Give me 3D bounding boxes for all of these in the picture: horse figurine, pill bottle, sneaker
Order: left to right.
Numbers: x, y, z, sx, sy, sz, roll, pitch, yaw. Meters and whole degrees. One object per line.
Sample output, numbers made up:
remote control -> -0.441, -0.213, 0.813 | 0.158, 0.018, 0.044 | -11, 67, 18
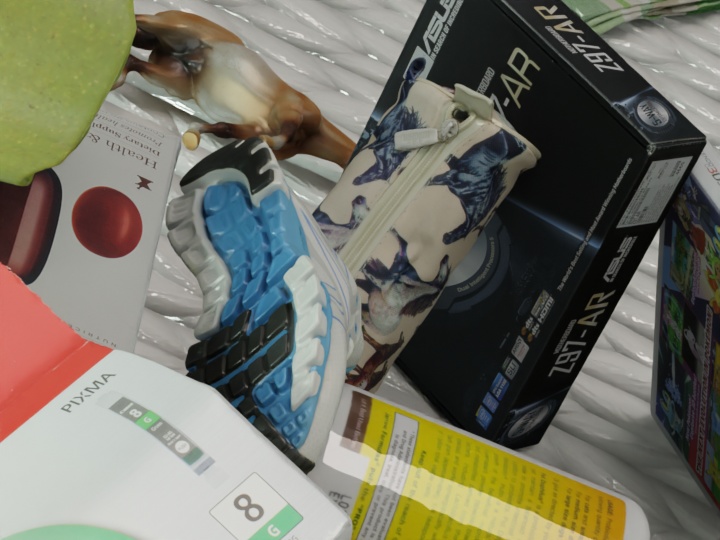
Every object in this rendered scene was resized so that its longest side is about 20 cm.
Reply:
horse figurine -> -0.081, -0.098, 1.555 | 0.200, 0.050, 0.132 | 33, 19, 22
sneaker -> -0.026, 0.027, 1.211 | 0.087, 0.075, 0.200 | 45, 22, -32
pill bottle -> 0.053, 0.132, 1.265 | 0.200, 0.109, 0.109 | 22, 32, -6

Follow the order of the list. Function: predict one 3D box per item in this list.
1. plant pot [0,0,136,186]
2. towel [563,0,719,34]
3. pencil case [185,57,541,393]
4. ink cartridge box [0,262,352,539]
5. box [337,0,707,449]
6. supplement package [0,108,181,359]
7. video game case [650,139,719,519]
plant pot -> -0.188, -0.125, 1.136 | 0.184, 0.200, 0.201 | 24, 30, -23
towel -> 0.159, -0.214, 1.935 | 0.200, 0.023, 0.153 | -16, 51, -46
pencil case -> 0.000, 0.000, 1.345 | 0.078, 0.200, 0.089 | 33, -7, 23
ink cartridge box -> -0.127, 0.081, 1.044 | 0.200, 0.050, 0.161 | 43, 57, 10
box -> 0.068, -0.034, 1.432 | 0.043, 0.200, 0.160 | -9, 46, -44
supplement package -> -0.197, 0.014, 1.222 | 0.191, 0.147, 0.200 | 20, 31, -10
video game case -> 0.193, 0.060, 1.399 | 0.023, 0.200, 0.182 | -17, 47, -14
